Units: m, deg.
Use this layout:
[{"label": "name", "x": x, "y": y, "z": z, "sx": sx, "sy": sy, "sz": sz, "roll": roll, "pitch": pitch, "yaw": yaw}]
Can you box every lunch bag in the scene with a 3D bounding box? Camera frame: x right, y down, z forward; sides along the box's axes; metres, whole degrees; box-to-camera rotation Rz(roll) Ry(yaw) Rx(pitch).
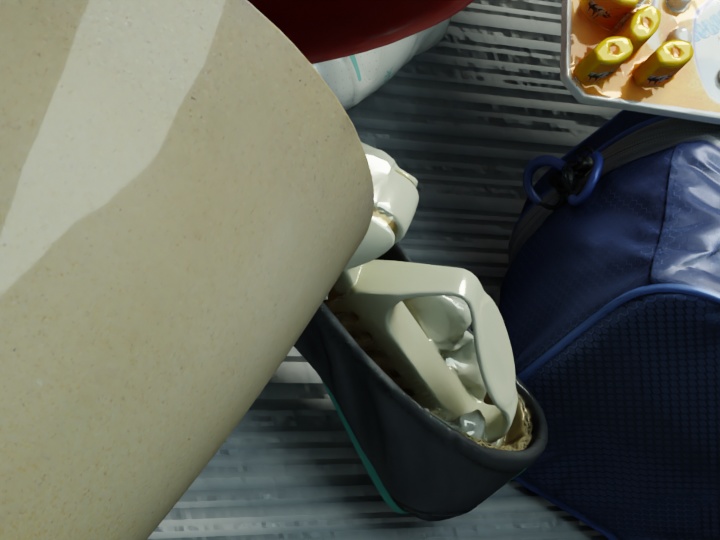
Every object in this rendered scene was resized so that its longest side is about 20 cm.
[{"label": "lunch bag", "x": 0.137, "y": 0.022, "z": 0.923, "sx": 0.199, "sy": 0.136, "sz": 0.133, "roll": 35, "pitch": 46, "yaw": -17}]

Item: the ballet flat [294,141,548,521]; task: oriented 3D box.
[{"label": "ballet flat", "x": 0.000, "y": 0.000, "z": 0.823, "sx": 0.200, "sy": 0.073, "sz": 0.073, "roll": 55, "pitch": 39, "yaw": -29}]

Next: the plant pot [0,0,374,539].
[{"label": "plant pot", "x": -0.120, "y": 0.029, "z": 0.684, "sx": 0.187, "sy": 0.187, "sz": 0.201, "roll": 36, "pitch": 61, "yaw": -19}]

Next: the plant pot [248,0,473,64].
[{"label": "plant pot", "x": -0.055, "y": -0.172, "z": 0.764, "sx": 0.199, "sy": 0.200, "sz": 0.179, "roll": 11, "pitch": 70, "yaw": -36}]

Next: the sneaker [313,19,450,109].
[{"label": "sneaker", "x": -0.055, "y": -0.139, "z": 0.905, "sx": 0.200, "sy": 0.070, "sz": 0.080, "roll": 47, "pitch": 53, "yaw": -5}]

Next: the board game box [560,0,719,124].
[{"label": "board game box", "x": 0.167, "y": -0.143, "z": 0.895, "sx": 0.198, "sy": 0.026, "sz": 0.202, "roll": 7, "pitch": 73, "yaw": -16}]
